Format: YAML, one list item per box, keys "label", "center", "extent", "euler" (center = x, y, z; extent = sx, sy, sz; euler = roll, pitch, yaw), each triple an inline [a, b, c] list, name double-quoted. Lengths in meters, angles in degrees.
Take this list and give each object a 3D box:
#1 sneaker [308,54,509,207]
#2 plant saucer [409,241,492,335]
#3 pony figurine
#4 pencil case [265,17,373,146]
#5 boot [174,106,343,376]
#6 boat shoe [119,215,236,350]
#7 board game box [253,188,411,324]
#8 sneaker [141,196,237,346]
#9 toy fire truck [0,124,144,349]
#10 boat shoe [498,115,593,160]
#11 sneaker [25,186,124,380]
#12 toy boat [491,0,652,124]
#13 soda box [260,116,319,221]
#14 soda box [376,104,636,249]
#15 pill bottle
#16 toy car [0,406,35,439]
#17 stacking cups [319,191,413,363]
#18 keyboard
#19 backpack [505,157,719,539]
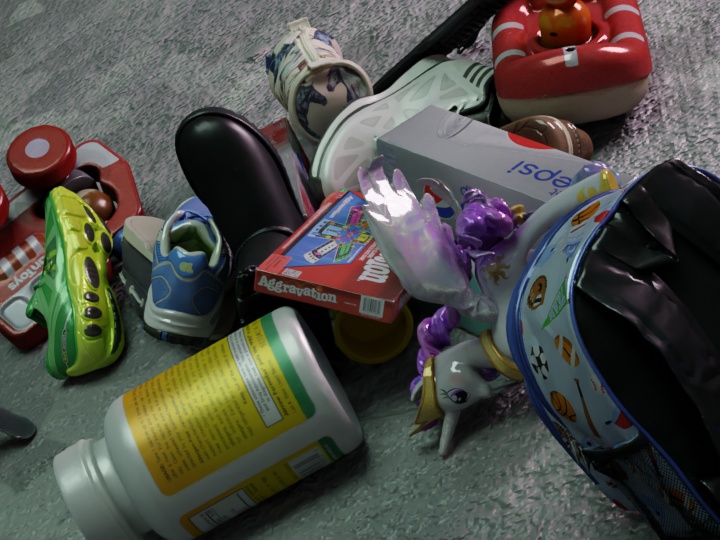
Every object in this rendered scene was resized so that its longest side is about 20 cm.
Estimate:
- label: "sneaker"
  center: [0.050, -0.119, 1.566]
  extent: [0.200, 0.076, 0.115]
  euler: [-43, 29, -28]
- label: "plant saucer"
  center: [0.090, 0.012, 1.380]
  extent: [0.070, 0.019, 0.200]
  euler: [-38, 28, -16]
- label: "pony figurine"
  center: [0.094, 0.006, 1.233]
  extent: [0.199, 0.195, 0.166]
  euler: [-22, -11, 25]
- label: "pencil case"
  center: [-0.039, -0.169, 1.681]
  extent: [0.077, 0.090, 0.200]
  euler: [-27, 18, -1]
- label: "boot"
  center: [-0.077, -0.016, 1.404]
  extent: [0.073, 0.199, 0.163]
  euler: [-27, 22, 11]
- label: "boat shoe"
  center: [-0.158, 0.023, 1.573]
  extent: [0.072, 0.063, 0.200]
  euler: [4, 26, -28]
- label: "board game box"
  center: [0.003, -0.014, 1.360]
  extent: [0.102, 0.020, 0.200]
  euler: [14, 22, 12]
- label: "sneaker"
  center: [-0.129, -0.017, 1.504]
  extent: [0.075, 0.078, 0.201]
  euler: [10, 27, -6]
- label: "toy fire truck"
  center: [-0.285, -0.030, 1.729]
  extent: [0.200, 0.113, 0.168]
  euler: [-40, 56, -20]
- label: "boat shoe"
  center: [0.098, -0.072, 1.475]
  extent: [0.201, 0.076, 0.074]
  euler: [-11, -2, 41]
- label: "sneaker"
  center: [-0.260, 0.008, 1.616]
  extent: [0.083, 0.074, 0.201]
  euler: [-29, 47, 19]
- label: "toy boat"
  center: [0.168, -0.206, 1.519]
  extent: [0.129, 0.132, 0.201]
  euler: [-8, 32, 7]
- label: "soda box"
  center: [-0.072, -0.054, 1.589]
  extent: [0.069, 0.064, 0.201]
  euler: [-25, 28, 6]
- label: "soda box"
  center: [0.106, -0.057, 1.363]
  extent: [0.199, 0.064, 0.068]
  euler: [24, 43, 38]
- label: "pill bottle"
  center: [-0.108, 0.119, 1.295]
  extent: [0.199, 0.113, 0.113]
  euler: [-29, 28, 2]
- label: "toy car"
  center: [-0.376, 0.135, 1.544]
  extent: [0.198, 0.159, 0.165]
  euler: [18, 51, 17]
- label: "stacking cups"
  center: [0.000, 0.000, 1.437]
  extent: [0.060, 0.061, 0.200]
  euler: [-26, 25, 6]
- label: "keyboard"
  center: [0.095, -0.218, 1.660]
  extent: [0.127, 0.021, 0.200]
  euler: [-33, -2, -42]
- label: "backpack"
  center: [0.181, 0.040, 1.070]
  extent: [0.200, 0.191, 0.154]
  euler: [-48, 17, -31]
